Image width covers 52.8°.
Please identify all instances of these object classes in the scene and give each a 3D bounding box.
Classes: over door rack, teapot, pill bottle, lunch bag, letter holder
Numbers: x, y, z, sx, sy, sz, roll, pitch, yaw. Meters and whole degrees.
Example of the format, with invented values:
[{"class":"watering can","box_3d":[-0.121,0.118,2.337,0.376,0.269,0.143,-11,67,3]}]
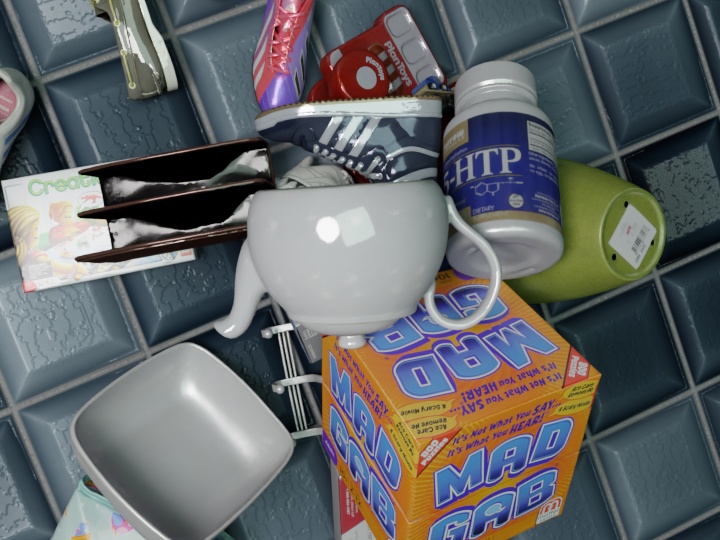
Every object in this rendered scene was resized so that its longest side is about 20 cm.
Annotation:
[{"class":"over door rack","box_3d":[-0.011,0.121,0.879,0.195,0.067,0.151,-12,94,-9]},{"class":"teapot","box_3d":[-0.005,-0.004,0.654,0.195,0.198,0.150,-11,99,-44]},{"class":"pill bottle","box_3d":[0.143,-0.105,0.751,0.117,0.120,0.204,5,67,-9]},{"class":"lunch bag","box_3d":[-0.253,0.341,0.818,0.197,0.122,0.173,28,87,-4]},{"class":"letter holder","box_3d":[-0.190,-0.073,0.753,0.195,0.142,0.103,-10,93,0]}]

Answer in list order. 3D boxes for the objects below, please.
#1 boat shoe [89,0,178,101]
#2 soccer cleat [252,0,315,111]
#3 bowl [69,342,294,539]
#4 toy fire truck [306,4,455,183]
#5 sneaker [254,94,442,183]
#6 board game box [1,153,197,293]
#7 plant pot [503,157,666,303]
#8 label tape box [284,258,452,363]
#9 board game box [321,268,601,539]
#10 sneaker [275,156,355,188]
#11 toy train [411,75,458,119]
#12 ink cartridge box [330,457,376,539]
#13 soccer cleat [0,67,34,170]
[{"class":"boat shoe","box_3d":[-0.270,-0.295,0.819,0.059,0.072,0.205,-23,99,-13]},{"class":"soccer cleat","box_3d":[-0.087,-0.281,0.849,0.067,0.073,0.205,10,90,-9]},{"class":"bowl","box_3d":[-0.198,0.198,0.796,0.199,0.075,0.199,42,41,11]},{"class":"toy fire truck","box_3d":[0.044,-0.196,0.863,0.167,0.112,0.202,-36,98,-22]},{"class":"sneaker","box_3d":[-0.010,-0.120,0.754,0.195,0.070,0.111,-3,98,1]},{"class":"board game box","box_3d":[-0.298,-0.057,0.840,0.195,0.035,0.129,-12,93,-9]},{"class":"plant pot","box_3d":[0.240,-0.045,0.827,0.183,0.199,0.192,-2,95,-25]},{"class":"label tape box","box_3d":[0.000,0.000,0.832,0.197,0.145,0.064,-27,127,-8]},{"class":"board game box","box_3d":[0.087,0.146,0.745,0.196,0.200,0.203,-14,128,-23]},{"class":"sneaker","box_3d":[-0.030,-0.079,0.819,0.081,0.199,0.076,-42,136,-18]},{"class":"toy train","box_3d":[0.126,-0.205,0.859,0.198,0.034,0.047,-11,77,-45]},{"class":"ink cartridge box","box_3d":[0.067,0.276,0.873,0.195,0.083,0.150,-6,107,-9]},{"class":"soccer cleat","box_3d":[-0.423,-0.131,0.791,0.069,0.086,0.204,23,88,-9]}]
